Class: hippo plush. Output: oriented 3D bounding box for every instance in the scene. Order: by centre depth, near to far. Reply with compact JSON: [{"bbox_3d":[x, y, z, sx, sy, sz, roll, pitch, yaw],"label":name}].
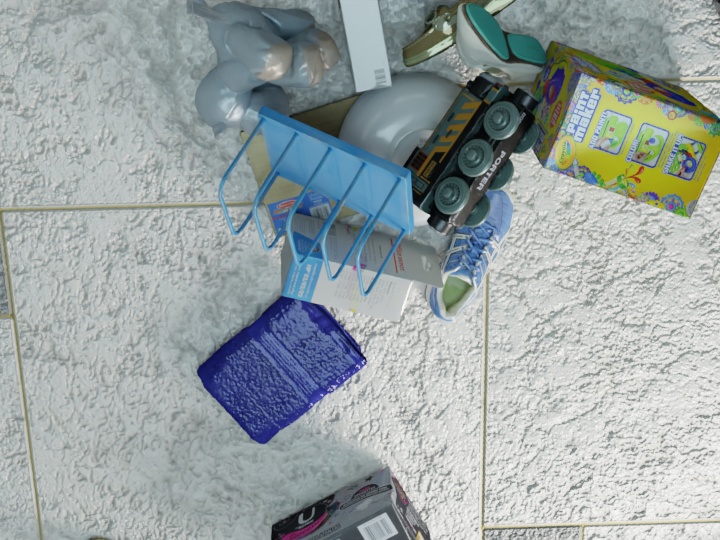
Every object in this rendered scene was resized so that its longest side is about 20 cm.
[{"bbox_3d":[-0.136,-0.229,1.518,0.198,0.160,0.162,9,123,-24],"label":"hippo plush"}]

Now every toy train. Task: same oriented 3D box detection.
[{"bbox_3d":[0.128,-0.142,1.508,0.201,0.114,0.085,-56,146,9],"label":"toy train"}]

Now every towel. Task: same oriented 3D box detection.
[{"bbox_3d":[-0.108,0.128,1.716,0.200,0.050,0.148,-39,100,13],"label":"towel"}]

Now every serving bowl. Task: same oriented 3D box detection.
[{"bbox_3d":[0.072,-0.146,1.591,0.198,0.066,0.202,-3,108,-10],"label":"serving bowl"}]

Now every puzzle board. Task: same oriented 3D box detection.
[{"bbox_3d":[-0.040,-0.140,1.631,0.198,0.017,0.152,-16,111,5],"label":"puzzle board"}]

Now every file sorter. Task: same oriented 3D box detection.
[{"bbox_3d":[-0.052,-0.076,1.495,0.199,0.139,0.123,24,69,15],"label":"file sorter"}]

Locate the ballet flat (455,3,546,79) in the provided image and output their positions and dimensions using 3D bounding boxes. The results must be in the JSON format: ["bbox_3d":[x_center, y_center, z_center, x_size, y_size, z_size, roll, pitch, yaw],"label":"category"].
[{"bbox_3d":[0.156,-0.265,1.515,0.069,0.199,0.070,-4,83,34],"label":"ballet flat"}]

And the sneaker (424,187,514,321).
[{"bbox_3d":[0.149,-0.020,1.649,0.075,0.077,0.201,20,107,-7],"label":"sneaker"}]

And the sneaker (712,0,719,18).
[{"bbox_3d":[0.495,-0.332,1.541,0.114,0.081,0.200,-26,108,10],"label":"sneaker"}]

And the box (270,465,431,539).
[{"bbox_3d":[-0.014,0.391,1.779,0.199,0.115,0.133,-29,108,7],"label":"box"}]

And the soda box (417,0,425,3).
[{"bbox_3d":[0.133,-0.408,1.498,0.199,0.064,0.069,-30,71,9],"label":"soda box"}]

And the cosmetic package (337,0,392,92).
[{"bbox_3d":[-0.002,-0.326,1.528,0.050,0.083,0.202,-9,110,4],"label":"cosmetic package"}]

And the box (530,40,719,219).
[{"bbox_3d":[0.313,-0.175,1.530,0.191,0.200,0.123,17,109,-9],"label":"box"}]

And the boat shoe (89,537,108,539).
[{"bbox_3d":[-0.313,0.450,1.817,0.199,0.065,0.073,23,108,-10],"label":"boat shoe"}]

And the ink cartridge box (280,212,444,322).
[{"bbox_3d":[0.000,0.000,1.624,0.198,0.115,0.068,13,118,-11],"label":"ink cartridge box"}]

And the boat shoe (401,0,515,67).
[{"bbox_3d":[0.127,-0.324,1.541,0.200,0.073,0.063,-35,97,9],"label":"boat shoe"}]
